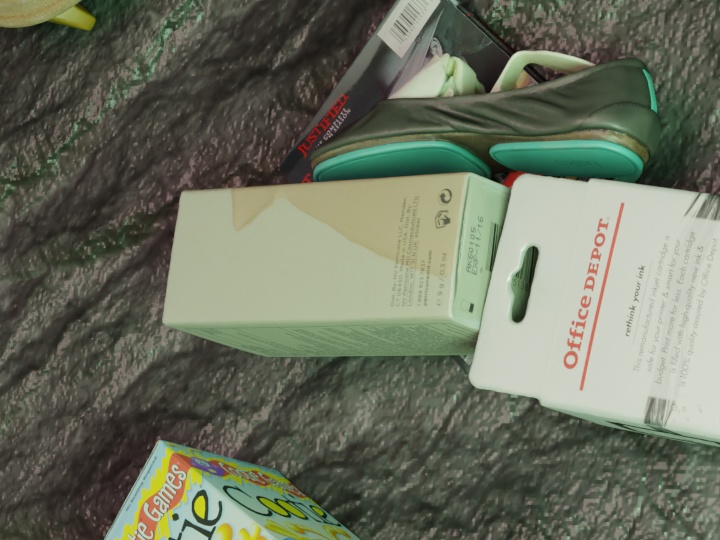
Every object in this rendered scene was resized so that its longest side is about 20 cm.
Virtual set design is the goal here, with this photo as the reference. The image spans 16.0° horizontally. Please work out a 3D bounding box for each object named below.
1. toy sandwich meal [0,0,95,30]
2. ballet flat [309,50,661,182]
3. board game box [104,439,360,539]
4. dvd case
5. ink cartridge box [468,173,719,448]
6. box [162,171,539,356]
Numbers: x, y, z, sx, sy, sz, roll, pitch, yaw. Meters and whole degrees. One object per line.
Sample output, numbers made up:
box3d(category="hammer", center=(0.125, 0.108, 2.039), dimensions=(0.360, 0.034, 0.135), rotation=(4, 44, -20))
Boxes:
box3d(category="toy sandwich meal", center=(-0.198, -0.243, 1.641), dimensions=(0.205, 0.070, 0.205), rotation=(-10, 73, 34))
box3d(category="ballet flat", center=(0.068, -0.078, 1.340), dimensions=(0.200, 0.068, 0.068), rotation=(-2, 66, 29))
box3d(category="board game box", center=(-0.039, 0.188, 1.347), dimensions=(0.200, 0.105, 0.103), rotation=(35, 100, 40))
box3d(category="dvd case", center=(0.050, -0.055, 1.399), dimensions=(0.146, 0.022, 0.200), rotation=(-55, 51, 14))
box3d(category="ink cartridge box", center=(0.162, 0.024, 1.234), dimensions=(0.200, 0.068, 0.116), rotation=(10, 83, 34))
box3d(category="box", center=(0.000, 0.000, 1.350), dimensions=(0.200, 0.095, 0.078), rotation=(-1, 77, 38))
